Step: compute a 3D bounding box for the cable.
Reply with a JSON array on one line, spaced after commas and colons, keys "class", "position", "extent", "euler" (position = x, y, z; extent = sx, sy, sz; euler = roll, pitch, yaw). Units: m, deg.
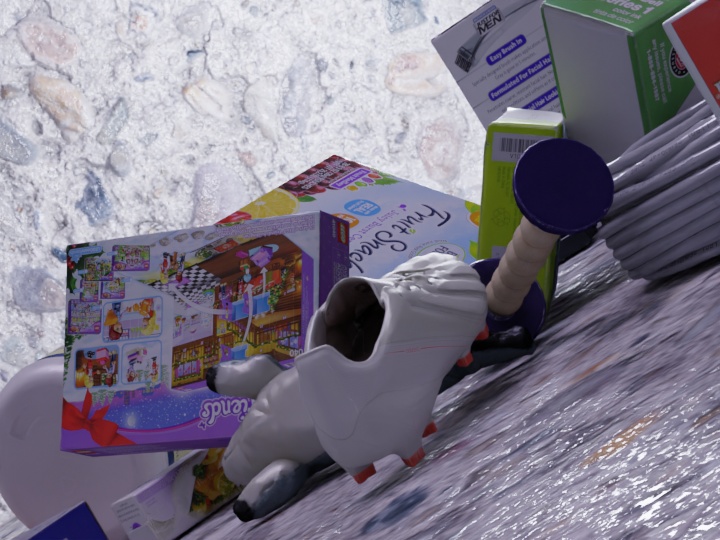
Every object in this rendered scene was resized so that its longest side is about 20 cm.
[{"class": "cable", "position": [0.210, -0.068, 1.135], "extent": [0.200, 0.069, 0.200], "euler": [-33, 0, 25]}]

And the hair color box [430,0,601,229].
[{"class": "hair color box", "position": [0.158, -0.131, 1.736], "extent": [0.109, 0.200, 0.065], "euler": [-31, 2, 32]}]

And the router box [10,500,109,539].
[{"class": "router box", "position": [-0.278, 0.239, 1.420], "extent": [0.179, 0.049, 0.200], "euler": [-31, 2, 45]}]

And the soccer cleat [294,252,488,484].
[{"class": "soccer cleat", "position": [0.016, 0.027, 1.074], "extent": [0.069, 0.078, 0.200], "euler": [-21, 18, 21]}]

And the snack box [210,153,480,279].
[{"class": "snack box", "position": [0.000, 0.000, 1.481], "extent": [0.200, 0.168, 0.068], "euler": [-34, -42, -53]}]

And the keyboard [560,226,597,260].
[{"class": "keyboard", "position": [0.090, 0.020, 1.675], "extent": [0.200, 0.021, 0.127], "euler": [-32, 1, 15]}]

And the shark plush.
[{"class": "shark plush", "position": [0.000, 0.065, 1.202], "extent": [0.200, 0.091, 0.083], "euler": [-36, -30, 17]}]

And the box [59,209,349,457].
[{"class": "box", "position": [-0.100, 0.043, 1.377], "extent": [0.199, 0.137, 0.039], "euler": [-6, -14, 31]}]

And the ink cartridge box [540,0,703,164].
[{"class": "ink cartridge box", "position": [0.216, -0.131, 1.302], "extent": [0.200, 0.145, 0.084], "euler": [-32, 35, -26]}]

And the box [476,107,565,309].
[{"class": "box", "position": [0.100, -0.035, 1.348], "extent": [0.047, 0.122, 0.200], "euler": [5, 7, 7]}]

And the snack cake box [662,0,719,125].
[{"class": "snack cake box", "position": [0.236, -0.104, 0.873], "extent": [0.200, 0.115, 0.067], "euler": [-30, 1, 35]}]

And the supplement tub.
[{"class": "supplement tub", "position": [-0.168, 0.108, 1.616], "extent": [0.145, 0.145, 0.200], "euler": [-31, 1, 29]}]

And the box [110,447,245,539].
[{"class": "box", "position": [-0.072, 0.116, 1.423], "extent": [0.200, 0.039, 0.041], "euler": [-33, 3, -34]}]

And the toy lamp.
[{"class": "toy lamp", "position": [0.083, -0.003, 1.158], "extent": [0.058, 0.058, 0.200], "euler": [-32, -17, -21]}]
